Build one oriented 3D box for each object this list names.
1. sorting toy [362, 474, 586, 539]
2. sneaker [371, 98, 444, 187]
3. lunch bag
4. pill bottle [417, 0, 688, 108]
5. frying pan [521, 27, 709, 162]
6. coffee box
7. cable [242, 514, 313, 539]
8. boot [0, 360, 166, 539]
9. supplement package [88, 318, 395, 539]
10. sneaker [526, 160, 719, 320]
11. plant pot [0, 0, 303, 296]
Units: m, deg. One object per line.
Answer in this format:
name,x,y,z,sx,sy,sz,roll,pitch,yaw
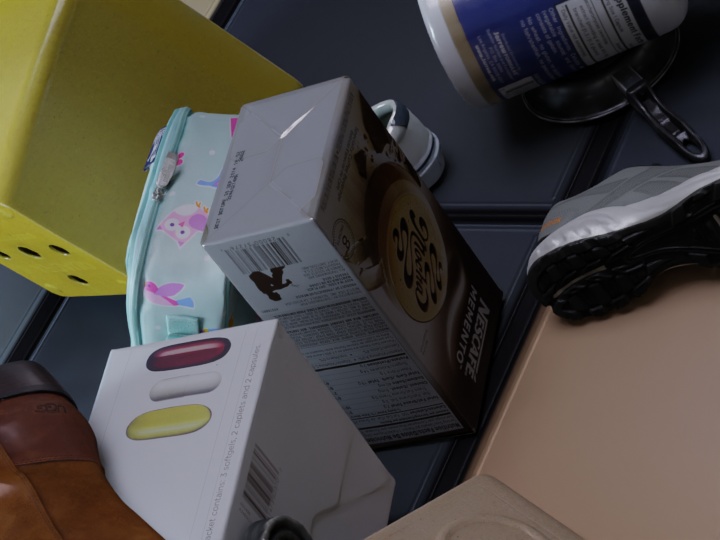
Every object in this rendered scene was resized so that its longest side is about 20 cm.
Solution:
sorting toy,0.072,0.184,1.057,0.185,0.037,0.200,33,33,31
sneaker,-0.043,-0.051,1.453,0.200,0.071,0.073,-33,39,5
lunch bag,-0.098,0.007,1.330,0.077,0.200,0.161,10,52,8
pill bottle,0.143,-0.190,1.389,0.199,0.111,0.111,-22,41,14
frying pan,0.158,-0.120,1.419,0.115,0.031,0.190,-22,38,16
coffee box,0.000,0.000,1.269,0.080,0.200,0.113,-12,45,28
cable,-0.005,0.219,1.082,0.050,0.097,0.201,-10,87,44
boot,-0.197,0.145,1.068,0.188,0.069,0.200,-18,39,-21
supplement package,-0.076,0.156,1.158,0.110,0.156,0.201,-12,44,25
sneaker,0.192,-0.039,1.278,0.199,0.074,0.080,-16,37,22
plant pot,-0.195,-0.090,1.491,0.200,0.200,0.177,-3,60,53
